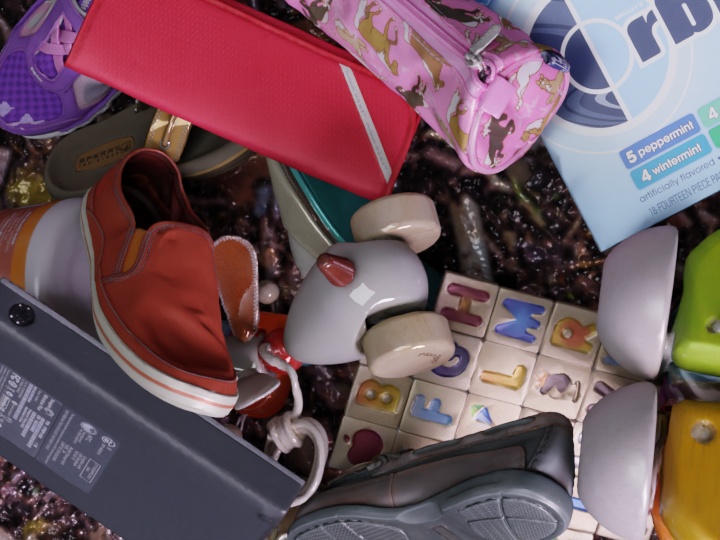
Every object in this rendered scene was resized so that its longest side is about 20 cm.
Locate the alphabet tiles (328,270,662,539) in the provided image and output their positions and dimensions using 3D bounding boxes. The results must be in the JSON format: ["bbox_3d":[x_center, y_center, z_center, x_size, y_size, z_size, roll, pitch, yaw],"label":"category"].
[{"bbox_3d":[0.089,0.094,1.118,0.199,0.006,0.167,15,107,-6],"label":"alphabet tiles"}]

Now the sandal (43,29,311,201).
[{"bbox_3d":[-0.115,-0.093,1.146,0.199,0.081,0.054,-19,137,22],"label":"sandal"}]

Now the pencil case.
[{"bbox_3d":[0.025,-0.141,1.067,0.200,0.083,0.087,44,136,28],"label":"pencil case"}]

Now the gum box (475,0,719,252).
[{"bbox_3d":[0.166,-0.138,1.075,0.169,0.045,0.201,-28,90,20],"label":"gum box"}]

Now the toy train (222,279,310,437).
[{"bbox_3d":[-0.116,0.083,1.196,0.199,0.056,0.151,1,72,27],"label":"toy train"}]

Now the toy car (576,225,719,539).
[{"bbox_3d":[0.210,0.076,1.038,0.174,0.150,0.201,6,71,8],"label":"toy car"}]

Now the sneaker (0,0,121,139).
[{"bbox_3d":[-0.158,-0.152,1.149,0.200,0.088,0.081,-37,88,20],"label":"sneaker"}]

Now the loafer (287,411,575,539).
[{"bbox_3d":[0.043,0.126,1.072,0.199,0.063,0.072,-17,133,42],"label":"loafer"}]

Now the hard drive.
[{"bbox_3d":[-0.140,0.099,1.081,0.200,0.033,0.140,35,145,-2],"label":"hard drive"}]

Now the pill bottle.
[{"bbox_3d":[-0.239,0.022,1.182,0.199,0.112,0.113,-8,96,29],"label":"pill bottle"}]

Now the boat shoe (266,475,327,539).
[{"bbox_3d":[-0.031,0.171,1.171,0.199,0.068,0.075,5,100,16],"label":"boat shoe"}]

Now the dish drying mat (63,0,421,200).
[{"bbox_3d":[-0.062,-0.110,1.090,0.199,0.018,0.077,24,81,-8],"label":"dish drying mat"}]

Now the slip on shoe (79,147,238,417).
[{"bbox_3d":[-0.109,0.003,1.059,0.061,0.074,0.200,-55,37,27],"label":"slip on shoe"}]

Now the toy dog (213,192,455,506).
[{"bbox_3d":[-0.038,0.030,1.063,0.200,0.096,0.132,-45,53,22],"label":"toy dog"}]

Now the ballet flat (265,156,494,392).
[{"bbox_3d":[0.000,0.000,1.140,0.069,0.069,0.200,-44,85,18],"label":"ballet flat"}]
